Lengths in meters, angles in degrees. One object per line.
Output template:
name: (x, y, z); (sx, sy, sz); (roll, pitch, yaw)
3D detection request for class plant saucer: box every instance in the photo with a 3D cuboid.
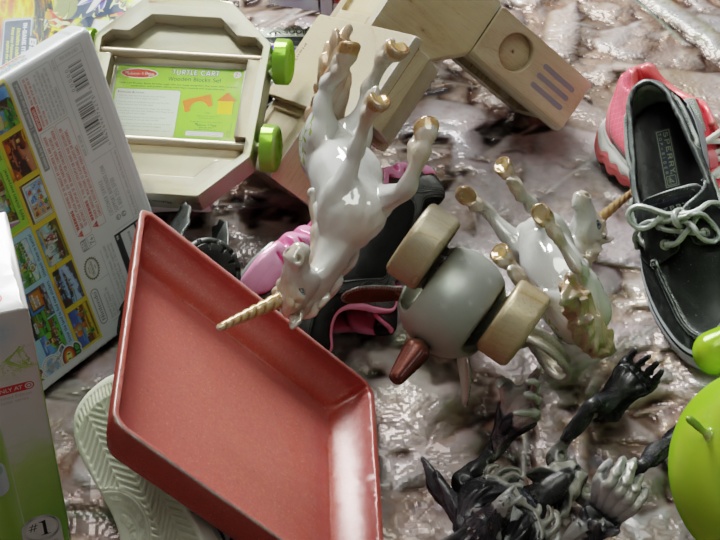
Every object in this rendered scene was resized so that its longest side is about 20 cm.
plant saucer: (-0.069, 0.085, 0.956); (0.037, 0.200, 0.200); (-39, 28, 22)

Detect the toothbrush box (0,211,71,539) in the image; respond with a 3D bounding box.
toothbrush box: (-0.250, 0.080, 0.931); (0.145, 0.200, 0.086); (-11, 43, -13)

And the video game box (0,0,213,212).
video game box: (-0.197, -0.135, 1.216); (0.182, 0.047, 0.201); (-3, 67, 3)

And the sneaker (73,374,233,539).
sneaker: (-0.094, 0.152, 0.942); (0.075, 0.084, 0.201); (-29, 66, 25)

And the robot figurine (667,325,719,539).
robot figurine: (0.251, 0.107, 0.929); (0.200, 0.116, 0.176); (-5, 66, -46)

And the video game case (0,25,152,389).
video game case: (-0.212, -0.025, 1.049); (0.023, 0.200, 0.182); (14, 41, 40)

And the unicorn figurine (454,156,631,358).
unicorn figurine: (0.127, -0.013, 1.089); (0.074, 0.137, 0.200); (-28, 38, 26)

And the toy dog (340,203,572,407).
toy dog: (0.047, 0.037, 1.016); (0.132, 0.200, 0.096); (37, 82, 23)

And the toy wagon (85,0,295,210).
toy wagon: (-0.124, -0.139, 1.164); (0.155, 0.040, 0.201); (5, 66, 8)

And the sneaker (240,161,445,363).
sneaker: (0.000, 0.000, 1.126); (0.095, 0.079, 0.200); (47, 52, 8)

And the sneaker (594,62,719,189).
sneaker: (0.232, -0.074, 1.178); (0.074, 0.087, 0.200); (-17, 45, -21)

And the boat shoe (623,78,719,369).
boat shoe: (0.213, -0.034, 1.101); (0.073, 0.068, 0.200); (-11, 68, 20)

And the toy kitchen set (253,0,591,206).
toy kitchen set: (0.053, -0.104, 1.186); (0.200, 0.180, 0.163); (-56, 27, -3)

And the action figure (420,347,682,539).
action figure: (0.116, 0.113, 0.967); (0.200, 0.102, 0.119); (-30, 62, -31)

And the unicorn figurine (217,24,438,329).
unicorn figurine: (-0.011, -0.056, 0.999); (0.074, 0.138, 0.200); (24, 31, -9)

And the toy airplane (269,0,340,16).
toy airplane: (0.001, -0.269, 1.316); (0.199, 0.142, 0.199); (-4, 24, -28)

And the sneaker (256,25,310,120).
sneaker: (-0.100, -0.132, 1.258); (0.199, 0.070, 0.100); (-7, 45, -7)

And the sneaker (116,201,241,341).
sneaker: (-0.125, 0.047, 1.066); (0.060, 0.104, 0.200); (24, 75, -20)
